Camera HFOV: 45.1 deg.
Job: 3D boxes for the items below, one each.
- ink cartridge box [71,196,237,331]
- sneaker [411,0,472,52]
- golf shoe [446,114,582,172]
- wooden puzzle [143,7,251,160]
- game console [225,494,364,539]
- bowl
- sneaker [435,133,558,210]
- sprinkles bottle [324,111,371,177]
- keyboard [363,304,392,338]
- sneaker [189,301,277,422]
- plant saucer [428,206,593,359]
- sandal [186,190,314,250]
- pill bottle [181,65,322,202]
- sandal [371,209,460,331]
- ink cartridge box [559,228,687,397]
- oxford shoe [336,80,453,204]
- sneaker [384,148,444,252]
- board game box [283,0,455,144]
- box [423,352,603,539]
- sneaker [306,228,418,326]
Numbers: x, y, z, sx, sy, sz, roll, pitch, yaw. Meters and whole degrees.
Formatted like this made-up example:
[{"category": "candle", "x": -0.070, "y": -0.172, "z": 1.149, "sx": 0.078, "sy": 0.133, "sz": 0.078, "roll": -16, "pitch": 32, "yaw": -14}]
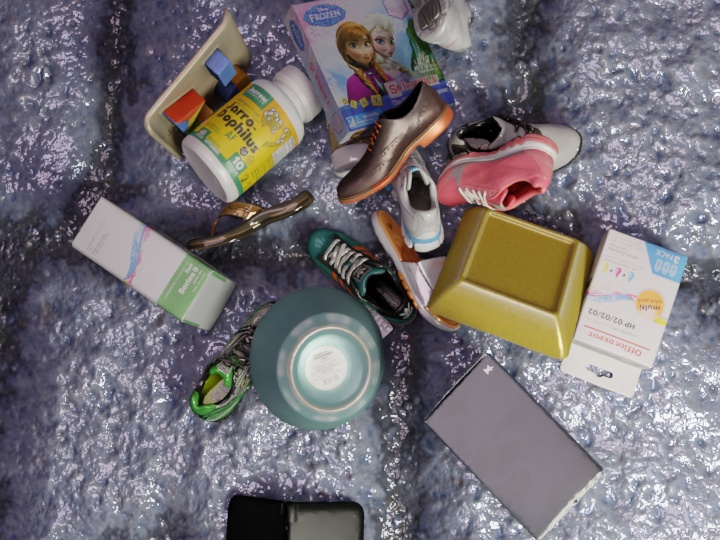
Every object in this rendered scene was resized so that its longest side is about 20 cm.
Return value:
[{"category": "ink cartridge box", "x": -0.291, "y": -0.007, "z": 1.242, "sx": 0.198, "sy": 0.145, "sz": 0.088, "roll": 31, "pitch": 86, "yaw": 10}, {"category": "sneaker", "x": 0.121, "y": -0.401, "z": 1.295, "sx": 0.077, "sy": 0.099, "sz": 0.204, "roll": -26, "pitch": 54, "yaw": 36}, {"category": "golf shoe", "x": 0.222, "y": -0.179, "z": 1.236, "sx": 0.195, "sy": 0.095, "sz": 0.080, "roll": -5, "pitch": 80, "yaw": 4}, {"category": "wooden puzzle", "x": -0.220, "y": -0.255, "z": 1.251, "sx": 0.046, "sy": 0.185, "sz": 0.202, "roll": 34, "pitch": 87, "yaw": 5}, {"category": "game console", "x": -0.095, "y": 0.425, "z": 1.223, "sx": 0.172, "sy": 0.116, "sz": 0.205, "roll": 6, "pitch": 82, "yaw": -23}, {"category": "bowl", "x": -0.049, "y": 0.128, "z": 1.184, "sx": 0.196, "sy": 0.105, "sz": 0.206, "roll": -1, "pitch": 93, "yaw": -14}, {"category": "sneaker", "x": 0.178, "y": -0.119, "z": 1.197, "sx": 0.198, "sy": 0.073, "sz": 0.088, "roll": -19, "pitch": 49, "yaw": 39}, {"category": "sprinkles bottle", "x": -0.023, "y": -0.243, "z": 1.281, "sx": 0.067, "sy": 0.068, "sz": 0.204, "roll": -11, "pitch": 77, "yaw": 5}, {"category": "keyboard", "x": -0.044, "y": 0.128, "z": 1.263, "sx": 0.199, "sy": 0.011, "sz": 0.057, "roll": -41, "pitch": 80, "yaw": -1}, {"category": "sneaker", "x": -0.168, "y": 0.133, "z": 1.239, "sx": 0.077, "sy": 0.085, "sz": 0.202, "roll": 34, "pitch": 86, "yaw": 10}, {"category": "plant saucer", "x": 0.213, "y": 0.000, "z": 1.185, "sx": 0.196, "sy": 0.049, "sz": 0.202, "roll": 19, "pitch": 53, "yaw": 9}, {"category": "sandal", "x": -0.164, "y": -0.081, "z": 1.268, "sx": 0.197, "sy": 0.082, "sz": 0.055, "roll": -24, "pitch": 94, "yaw": -1}, {"category": "pill bottle", "x": -0.153, "y": -0.204, "z": 1.264, "sx": 0.200, "sy": 0.113, "sz": 0.113, "roll": -43, "pitch": 79, "yaw": -15}, {"category": "sandal", "x": 0.087, "y": -0.010, "z": 1.227, "sx": 0.059, "sy": 0.079, "sz": 0.209, "roll": -39, "pitch": 77, "yaw": 29}, {"category": "ink cartridge box", "x": 0.360, "y": 0.061, "z": 1.197, "sx": 0.113, "sy": 0.068, "sz": 0.204, "roll": 19, "pitch": 85, "yaw": 9}, {"category": "oxford shoe", "x": 0.032, "y": -0.176, "z": 1.191, "sx": 0.200, "sy": 0.071, "sz": 0.072, "roll": -44, "pitch": 122, "yaw": 5}, {"category": "sneaker", "x": 0.073, "y": -0.130, "z": 1.224, "sx": 0.074, "sy": 0.087, "sz": 0.202, "roll": -15, "pitch": 56, "yaw": -9}, {"category": "board game box", "x": 0.015, "y": -0.301, "z": 1.250, "sx": 0.197, "sy": 0.041, "sz": 0.202, "roll": -21, "pitch": 81, "yaw": -31}, {"category": "box", "x": 0.193, "y": 0.221, "z": 1.128, "sx": 0.124, "sy": 0.197, "sz": 0.200, "roll": -45, "pitch": 79, "yaw": -2}, {"category": "sneaker", "x": 0.000, "y": 0.000, "z": 1.239, "sx": 0.199, "sy": 0.080, "sz": 0.072, "roll": 37, "pitch": 85, "yaw": 14}]
